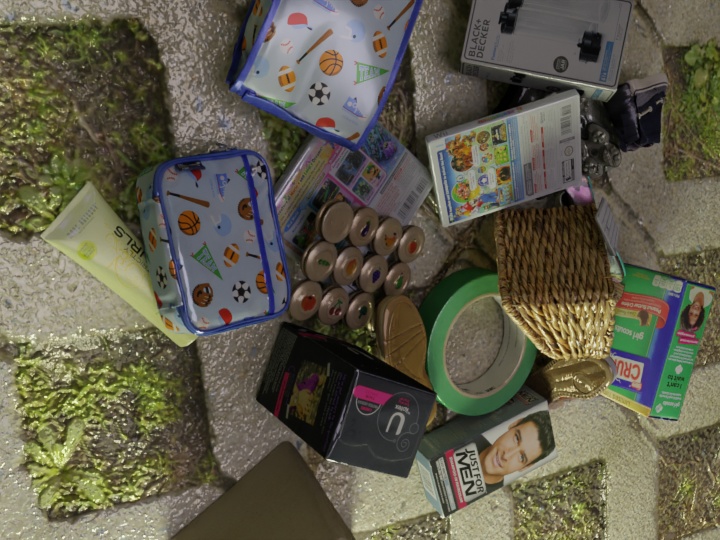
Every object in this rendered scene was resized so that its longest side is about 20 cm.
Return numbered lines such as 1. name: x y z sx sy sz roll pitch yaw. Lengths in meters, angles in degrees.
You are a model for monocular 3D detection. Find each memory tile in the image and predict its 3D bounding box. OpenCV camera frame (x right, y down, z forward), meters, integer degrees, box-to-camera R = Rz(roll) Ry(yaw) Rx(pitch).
1. memory tile: 0.000 0.000 1.059 0.198 0.017 0.156 14 100 -48

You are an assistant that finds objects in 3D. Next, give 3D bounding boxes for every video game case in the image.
1. video game case: 0.188 -0.142 1.102 0.197 0.018 0.145 -18 134 -1
2. video game case: -0.016 -0.087 1.065 0.181 0.024 0.202 38 82 -31

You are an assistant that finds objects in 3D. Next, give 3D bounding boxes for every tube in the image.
1. tube: -0.249 0.002 0.932 0.051 0.058 0.200 -30 118 22

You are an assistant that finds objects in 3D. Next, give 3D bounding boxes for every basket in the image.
1. basket: 0.255 0.022 1.158 0.146 0.202 0.144 -3 133 6

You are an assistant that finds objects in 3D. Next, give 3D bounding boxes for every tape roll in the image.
1. tape roll: 0.163 0.099 1.200 0.197 0.048 0.205 -7 105 -29

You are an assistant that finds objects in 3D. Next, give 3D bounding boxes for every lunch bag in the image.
1. lunch bag: -0.043 -0.255 0.945 0.168 0.123 0.203 21 81 -24
2. lunch bag: -0.155 -0.036 0.937 0.158 0.075 0.204 -12 94 -38

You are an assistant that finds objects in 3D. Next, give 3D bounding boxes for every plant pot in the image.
1. plant pot: -0.081 0.373 1.041 0.199 0.176 0.202 -38 118 -18

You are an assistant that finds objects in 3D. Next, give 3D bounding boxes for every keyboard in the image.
1. keyboard: 0.337 -0.062 1.164 0.011 0.200 0.057 -19 95 21

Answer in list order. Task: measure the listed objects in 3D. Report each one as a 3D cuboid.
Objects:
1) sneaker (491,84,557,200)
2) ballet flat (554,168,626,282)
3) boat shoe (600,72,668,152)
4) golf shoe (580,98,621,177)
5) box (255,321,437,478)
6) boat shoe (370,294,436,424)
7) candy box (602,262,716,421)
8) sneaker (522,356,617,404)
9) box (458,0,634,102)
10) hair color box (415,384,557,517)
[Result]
1. sneaker: 0.220 -0.193 1.156 0.089 0.067 0.204 -6 112 -4
2. ballet flat: 0.324 -0.060 1.253 0.070 0.069 0.202 -29 110 -8
3. boat shoe: 0.397 -0.221 1.212 0.199 0.074 0.094 -23 94 -51
4. golf shoe: 0.306 -0.233 1.205 0.202 0.077 0.097 63 33 -12
5. box: -0.022 0.148 1.010 0.121 0.199 0.108 20 92 -32
6. boat shoe: 0.045 0.118 1.116 0.073 0.069 0.203 -27 121 -29
7. candy box: 0.419 0.100 1.281 0.076 0.169 0.204 10 96 -28
8. sneaker: 0.320 0.139 1.230 0.111 0.200 0.072 -24 84 -29
9. box: 0.230 -0.291 1.074 0.196 0.060 0.119 13 90 6
10. hair color box: 0.180 0.256 1.225 0.197 0.061 0.101 -23 112 -17
